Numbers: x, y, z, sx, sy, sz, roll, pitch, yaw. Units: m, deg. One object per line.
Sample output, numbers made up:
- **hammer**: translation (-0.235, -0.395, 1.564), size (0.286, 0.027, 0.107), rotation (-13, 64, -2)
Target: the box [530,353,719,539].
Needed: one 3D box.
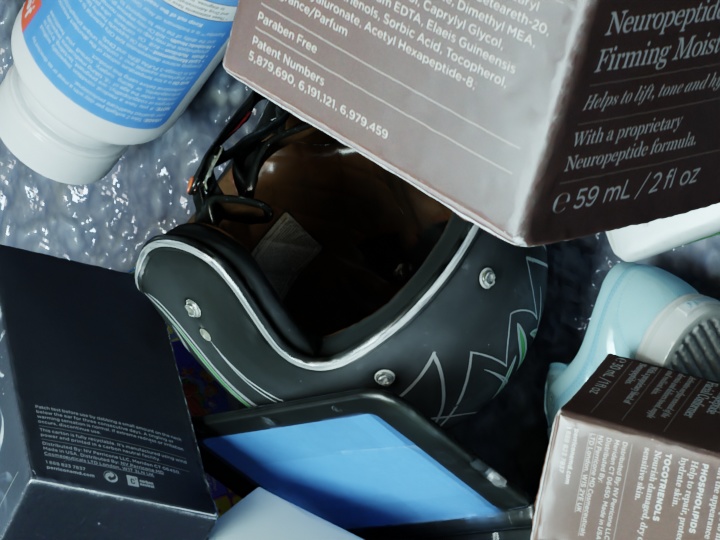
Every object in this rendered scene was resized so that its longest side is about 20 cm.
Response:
- **box**: translation (0.189, 0.107, 1.240), size (0.199, 0.100, 0.075), rotation (16, 109, 14)

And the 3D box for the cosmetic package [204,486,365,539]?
- **cosmetic package**: translation (-0.001, 0.223, 1.341), size (0.150, 0.052, 0.201), rotation (21, 133, 34)

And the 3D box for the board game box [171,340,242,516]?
- **board game box**: translation (-0.113, 0.153, 1.486), size (0.134, 0.045, 0.201), rotation (-24, 80, 42)

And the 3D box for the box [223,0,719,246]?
- **box**: translation (0.076, -0.141, 1.024), size (0.164, 0.165, 0.201), rotation (33, 119, 33)

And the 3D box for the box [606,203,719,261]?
- **box**: translation (0.198, -0.132, 1.165), size (0.171, 0.199, 0.201), rotation (-23, 85, 42)

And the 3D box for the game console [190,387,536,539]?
- **game console**: translation (0.001, 0.154, 1.342), size (0.200, 0.116, 0.177), rotation (-13, 79, 52)

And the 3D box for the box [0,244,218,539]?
- **box**: translation (-0.173, 0.125, 1.388), size (0.200, 0.104, 0.183), rotation (-60, 30, 30)

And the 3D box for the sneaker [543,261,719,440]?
- **sneaker**: translation (0.125, 0.087, 1.366), size (0.082, 0.074, 0.201), rotation (41, 117, 42)

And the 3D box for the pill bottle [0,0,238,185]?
- **pill bottle**: translation (-0.130, -0.143, 1.514), size (0.112, 0.112, 0.200), rotation (55, 127, 20)

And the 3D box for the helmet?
- **helmet**: translation (0.000, 0.000, 1.373), size (0.190, 0.200, 0.200), rotation (33, 122, 4)

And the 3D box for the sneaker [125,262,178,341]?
- **sneaker**: translation (-0.128, 0.031, 1.550), size (0.200, 0.105, 0.076), rotation (-39, 73, 40)
